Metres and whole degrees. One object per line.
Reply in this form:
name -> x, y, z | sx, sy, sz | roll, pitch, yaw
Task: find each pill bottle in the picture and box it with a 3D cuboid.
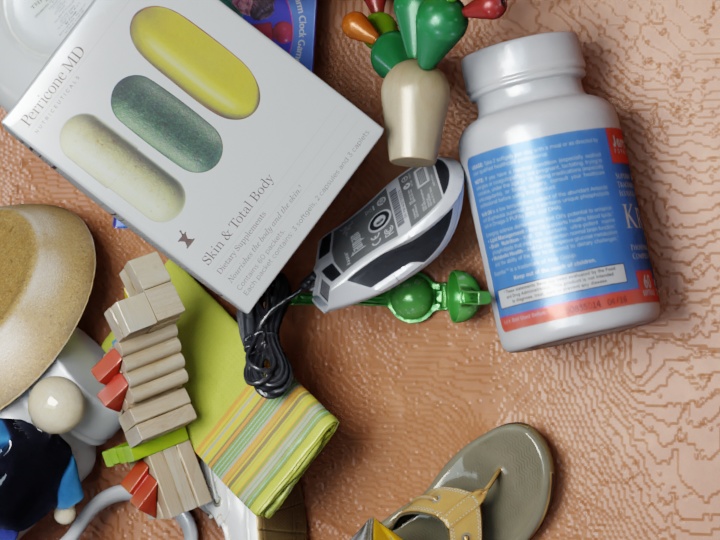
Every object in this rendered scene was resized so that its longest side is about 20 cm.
pill bottle -> 0.128, -0.053, 1.642 | 0.112, 0.112, 0.201 | -13, 86, 18
pill bottle -> -0.263, 0.134, 1.769 | 0.200, 0.113, 0.114 | -43, 77, 12

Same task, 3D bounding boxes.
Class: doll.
doll -> -0.257, 0.154, 1.684 | 0.200, 0.136, 0.049 | -50, 42, 12

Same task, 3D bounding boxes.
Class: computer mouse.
computer mouse -> 0.000, 0.000, 1.666 | 0.200, 0.110, 0.044 | -36, 122, 17

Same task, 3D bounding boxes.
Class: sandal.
sandal -> 0.051, 0.182, 1.694 | 0.200, 0.054, 0.081 | -35, 79, 15

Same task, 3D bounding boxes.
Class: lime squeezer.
lime squeezer -> 0.038, 0.022, 1.699 | 0.199, 0.070, 0.038 | 0, 107, 48

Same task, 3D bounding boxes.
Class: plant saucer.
plant saucer -> -0.280, 0.025, 1.756 | 0.199, 0.035, 0.201 | -22, 44, 23

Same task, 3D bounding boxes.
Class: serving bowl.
serving bowl -> -0.208, -0.194, 1.782 | 0.199, 0.066, 0.201 | 0, 90, 18

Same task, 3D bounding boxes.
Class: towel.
towel -> -0.099, 0.080, 1.712 | 0.086, 0.018, 0.200 | -50, 55, 4

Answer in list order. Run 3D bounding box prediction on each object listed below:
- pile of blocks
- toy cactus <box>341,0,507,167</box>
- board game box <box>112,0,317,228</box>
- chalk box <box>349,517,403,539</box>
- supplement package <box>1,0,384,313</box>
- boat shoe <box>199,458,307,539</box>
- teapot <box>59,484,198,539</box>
pile of blocks -> -0.158, 0.086, 1.679 | 0.082, 0.062, 0.201 | 21, 124, 50
toy cactus -> 0.044, -0.150, 1.613 | 0.200, 0.102, 0.166 | -14, 70, 60
board game box -> -0.102, -0.126, 1.726 | 0.134, 0.045, 0.201 | 4, 91, -8
chalk box -> -0.009, 0.294, 1.649 | 0.124, 0.125, 0.200 | 36, 112, -16
supplement package -> -0.115, -0.094, 1.625 | 0.200, 0.151, 0.152 | 38, 87, -8
boat shoe -> -0.086, 0.149, 1.735 | 0.069, 0.071, 0.201 | -13, 73, 23
teapot -> -0.159, 0.279, 1.718 | 0.145, 0.197, 0.201 | -5, 111, -17
